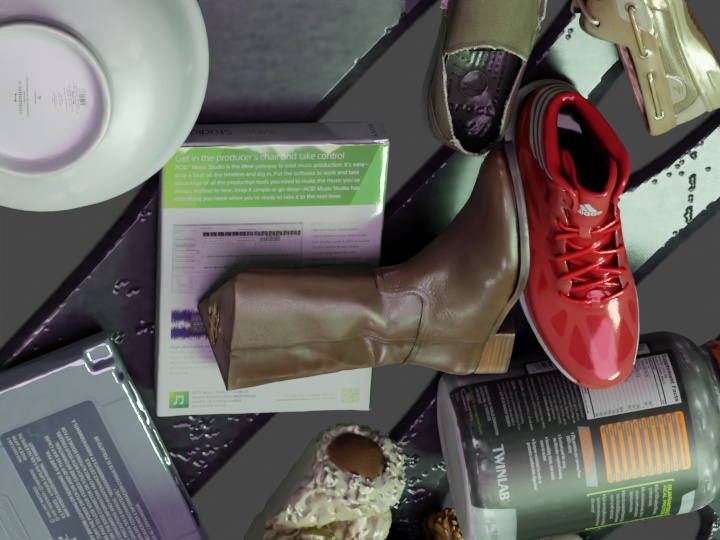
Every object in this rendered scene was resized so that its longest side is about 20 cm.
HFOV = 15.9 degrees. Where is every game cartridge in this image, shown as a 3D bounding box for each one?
[{"bbox_3d":[-0.190,0.144,1.713,0.133,0.041,0.200,-23,120,-1],"label":"game cartridge"}]

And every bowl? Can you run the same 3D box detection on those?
[{"bbox_3d":[-0.191,-0.113,1.521,0.201,0.090,0.201,0,114,0],"label":"bowl"}]

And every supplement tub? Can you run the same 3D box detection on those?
[{"bbox_3d":[0.157,0.109,1.705,0.200,0.123,0.123,-9,120,-5],"label":"supplement tub"}]

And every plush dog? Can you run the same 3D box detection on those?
[{"bbox_3d":[-0.001,0.227,1.735,0.172,0.200,0.160,27,150,-17],"label":"plush dog"}]

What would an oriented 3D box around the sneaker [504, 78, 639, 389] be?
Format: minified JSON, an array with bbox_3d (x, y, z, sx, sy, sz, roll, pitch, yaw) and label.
[{"bbox_3d":[0.133,-0.018,1.599,0.078,0.116,0.200,-17,96,-2],"label":"sneaker"}]

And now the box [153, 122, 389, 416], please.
[{"bbox_3d":[-0.059,0.000,1.657,0.144,0.036,0.200,-1,120,-10],"label":"box"}]

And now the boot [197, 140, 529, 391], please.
[{"bbox_3d":[0.000,0.000,1.606,0.200,0.064,0.187,0,127,-6],"label":"boot"}]

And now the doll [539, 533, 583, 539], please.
[{"bbox_3d":[0.173,0.236,1.781,0.048,0.136,0.200,-51,132,-15],"label":"doll"}]

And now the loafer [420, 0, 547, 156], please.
[{"bbox_3d":[0.084,-0.156,1.574,0.075,0.070,0.200,1,119,-11],"label":"loafer"}]

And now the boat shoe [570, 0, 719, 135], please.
[{"bbox_3d":[0.163,-0.165,1.583,0.064,0.071,0.200,-29,121,6],"label":"boat shoe"}]
